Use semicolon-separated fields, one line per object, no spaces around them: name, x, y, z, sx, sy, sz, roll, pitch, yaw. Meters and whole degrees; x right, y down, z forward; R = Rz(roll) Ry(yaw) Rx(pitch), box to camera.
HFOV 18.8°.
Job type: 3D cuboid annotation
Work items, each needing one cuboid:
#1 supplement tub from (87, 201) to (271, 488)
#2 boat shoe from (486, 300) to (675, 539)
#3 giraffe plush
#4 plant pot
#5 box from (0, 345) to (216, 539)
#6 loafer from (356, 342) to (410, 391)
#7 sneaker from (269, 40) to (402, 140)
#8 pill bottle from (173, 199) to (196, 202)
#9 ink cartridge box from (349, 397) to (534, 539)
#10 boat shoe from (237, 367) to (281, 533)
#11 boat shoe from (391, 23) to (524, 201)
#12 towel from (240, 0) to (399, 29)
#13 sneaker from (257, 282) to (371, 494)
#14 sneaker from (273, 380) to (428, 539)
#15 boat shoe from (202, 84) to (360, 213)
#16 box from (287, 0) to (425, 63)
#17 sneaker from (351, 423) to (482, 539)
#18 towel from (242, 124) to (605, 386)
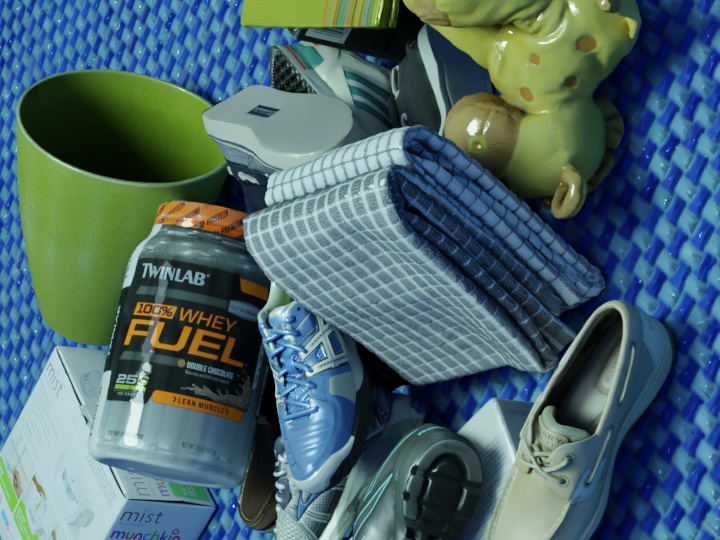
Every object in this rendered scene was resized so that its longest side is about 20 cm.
supplement tub;-0.127;0.057;1.639;0.122;0.122;0.200;-6;70;53
boat shoe;0.131;0.111;1.400;0.072;0.065;0.200;31;92;37
giraffe plush;0.118;-0.125;1.470;0.200;0.173;0.162;14;106;20
plant pot;-0.216;-0.041;1.884;0.187;0.187;0.200;53;139;45
box;-0.234;0.196;1.895;0.177;0.097;0.200;-60;40;25
loafer;0.000;0.000;1.643;0.070;0.068;0.201;-39;55;31
sneaker;0.014;-0.113;1.635;0.200;0.093;0.070;51;153;33
pill bottle;-0.129;0.051;1.770;0.116;0.116;0.200;21;99;54
ink cartridge box;0.076;0.216;1.510;0.200;0.045;0.176;-48;46;37
boat shoe;-0.063;0.112;1.698;0.075;0.075;0.203;42;116;50
boat shoe;0.065;-0.093;1.574;0.060;0.074;0.200;-47;44;37
towel;-0.026;-0.215;1.561;0.200;0.018;0.086;10;87;58
sneaker;-0.041;0.064;1.545;0.076;0.077;0.200;-28;50;36
sneaker;-0.032;0.155;1.621;0.200;0.085;0.077;-55;2;21
boat shoe;-0.044;-0.076;1.601;0.200;0.075;0.093;29;147;62
box;-0.007;-0.279;1.671;0.149;0.124;0.200;-59;40;28
sneaker;0.028;0.199;1.498;0.200;0.075;0.079;-67;22;6
towel;0.039;0.000;1.477;0.165;0.200;0.086;-19;37;49
